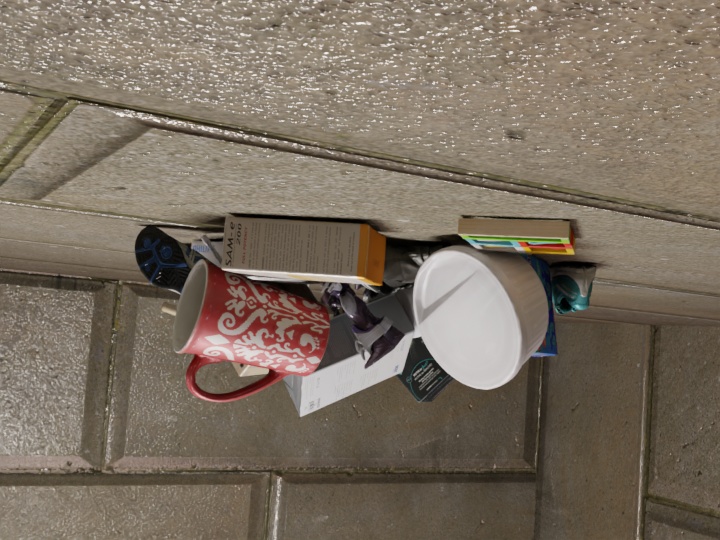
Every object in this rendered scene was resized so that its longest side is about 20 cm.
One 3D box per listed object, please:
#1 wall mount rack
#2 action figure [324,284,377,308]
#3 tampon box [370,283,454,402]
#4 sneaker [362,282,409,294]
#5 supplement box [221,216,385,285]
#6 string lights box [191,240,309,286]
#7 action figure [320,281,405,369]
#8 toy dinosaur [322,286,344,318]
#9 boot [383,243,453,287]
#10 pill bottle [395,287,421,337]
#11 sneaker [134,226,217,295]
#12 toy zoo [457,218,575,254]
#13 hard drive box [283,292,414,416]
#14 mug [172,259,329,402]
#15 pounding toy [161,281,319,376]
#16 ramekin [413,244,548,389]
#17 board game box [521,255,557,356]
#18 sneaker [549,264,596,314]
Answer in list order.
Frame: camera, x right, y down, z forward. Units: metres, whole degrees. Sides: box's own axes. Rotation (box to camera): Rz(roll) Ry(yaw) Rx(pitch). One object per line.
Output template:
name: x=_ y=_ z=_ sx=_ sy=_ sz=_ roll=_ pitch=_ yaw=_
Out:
wall mount rack: x=-0.156 y=-0.020 z=1.457 sx=0.172 sy=0.076 sz=0.198 roll=-5 pitch=170 yaw=44
action figure: x=-0.011 y=0.034 z=1.791 sx=0.118 sy=0.104 sz=0.198 roll=16 pitch=-174 yaw=42
tampon box: x=0.109 y=0.124 z=1.725 sx=0.201 sy=0.150 sz=0.126 roll=49 pitch=-175 yaw=15
sneaker: x=0.000 y=0.000 z=1.495 sx=0.114 sy=0.077 sz=0.200 roll=0 pitch=177 yaw=23
supplement box: x=-0.073 y=-0.026 z=1.239 sx=0.196 sy=0.075 sz=0.126 roll=4 pitch=176 yaw=12
string lights box: x=-0.194 y=-0.012 z=1.632 sx=0.198 sy=0.060 sz=0.102 roll=9 pitch=175 yaw=-44
action figure: x=-0.020 y=0.042 z=1.357 sx=0.069 sy=0.201 sz=0.130 roll=-37 pitch=173 yaw=10
toy dinosaur: x=-0.037 y=0.051 z=1.558 sx=0.047 sy=0.090 sz=0.200 roll=-4 pitch=177 yaw=0
boot: x=0.073 y=-0.022 z=1.357 sx=0.129 sy=0.069 sz=0.199 roll=-12 pitch=168 yaw=26
pill bottle: x=0.161 y=0.054 z=1.524 sx=0.197 sy=0.114 sz=0.112 roll=-10 pitch=-179 yaw=-20
sneaker: x=-0.269 y=0.005 z=1.421 sx=0.199 sy=0.076 sz=0.077 roll=40 pitch=-170 yaw=14
toy zoo: x=0.200 y=-0.040 z=1.143 sx=0.129 sy=0.021 sz=0.200 roll=3 pitch=176 yaw=16
hard drive box: x=-0.022 y=0.138 z=1.489 sx=0.197 sy=0.077 sz=0.157 roll=-20 pitch=153 yaw=-18
mug: x=-0.163 y=0.094 z=1.326 sx=0.197 sy=0.179 sz=0.134 roll=17 pitch=-156 yaw=-24
pounding toy: x=-0.185 y=0.080 z=1.517 sx=0.198 sy=0.185 sz=0.143 roll=1 pitch=137 yaw=-50
ramekin: x=0.174 y=0.054 z=1.288 sx=0.093 sy=0.206 sz=0.201 roll=-23 pitch=-166 yaw=-38
board game box: x=0.263 y=0.056 z=1.438 sx=0.044 sy=0.155 sz=0.199 roll=-7 pitch=172 yaw=23
sneaker: x=0.339 y=0.034 z=1.560 sx=0.076 sy=0.081 sz=0.200 roll=2 pitch=177 yaw=-6
